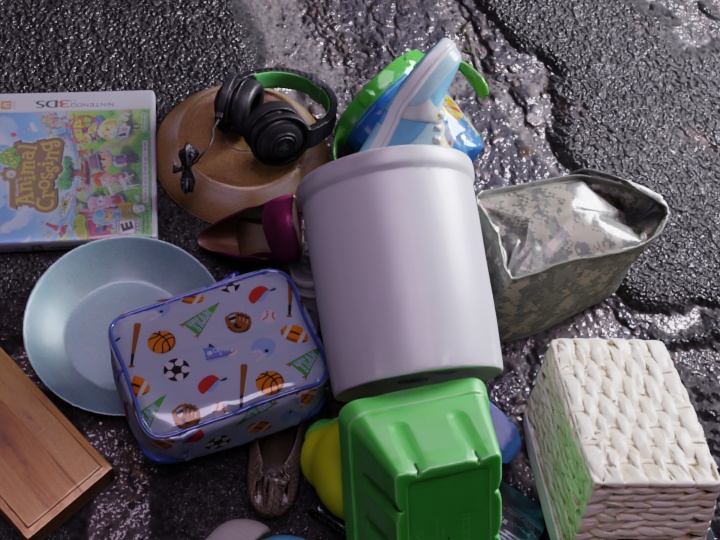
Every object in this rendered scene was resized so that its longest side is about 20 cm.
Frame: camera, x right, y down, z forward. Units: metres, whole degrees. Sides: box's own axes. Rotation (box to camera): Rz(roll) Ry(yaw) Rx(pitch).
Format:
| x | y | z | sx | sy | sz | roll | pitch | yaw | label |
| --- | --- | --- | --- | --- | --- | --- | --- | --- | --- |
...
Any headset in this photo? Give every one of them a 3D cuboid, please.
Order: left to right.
| x | y | z | sx | sy | sz | roll | pitch | yaw | label |
| --- | --- | --- | --- | --- | --- | --- | --- | --- | --- |
| -0.115 | -0.153 | 1.197 | 0.123 | 0.094 | 0.200 | 38 | 49 | 27 | headset |

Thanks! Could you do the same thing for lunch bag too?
| x | y | z | sx | sy | sz | roll | pitch | yaw | label |
| --- | --- | --- | --- | --- | --- | --- | --- | --- | --- |
| -0.132 | 0.084 | 1.043 | 0.199 | 0.076 | 0.161 | -16 | 58 | -18 | lunch bag |
| 0.205 | -0.017 | 1.143 | 0.199 | 0.164 | 0.118 | -12 | 64 | -15 | lunch bag |

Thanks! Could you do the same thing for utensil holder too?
| x | y | z | sx | sy | sz | roll | pitch | yaw | label |
| --- | --- | --- | --- | --- | --- | --- | --- | --- | --- |
| 0.037 | 0.009 | 1.015 | 0.169 | 0.170 | 0.201 | -5 | 76 | -12 | utensil holder |

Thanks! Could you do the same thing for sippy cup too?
| x | y | z | sx | sy | sz | roll | pitch | yaw | label |
| --- | --- | --- | --- | --- | --- | --- | --- | --- | --- |
| 0.062 | -0.153 | 1.229 | 0.130 | 0.178 | 0.140 | 46 | 22 | 6 | sippy cup |

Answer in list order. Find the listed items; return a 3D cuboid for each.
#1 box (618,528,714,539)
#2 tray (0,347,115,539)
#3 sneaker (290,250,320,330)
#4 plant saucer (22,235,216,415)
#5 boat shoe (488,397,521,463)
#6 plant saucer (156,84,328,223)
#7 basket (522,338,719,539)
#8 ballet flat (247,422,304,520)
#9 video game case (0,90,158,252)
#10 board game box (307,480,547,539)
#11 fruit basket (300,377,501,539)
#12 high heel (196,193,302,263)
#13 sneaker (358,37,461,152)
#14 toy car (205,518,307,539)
| x | y | z | sx | sy | sz | roll | pitch | yaw | label |
| --- | --- | --- | --- | --- | --- | --- | --- | --- | --- |
| 0.270 | 0.345 | 1.008 | 0.157 | 0.050 | 0.201 | -2 | 60 | -10 | box |
| -0.335 | 0.154 | 1.038 | 0.200 | 0.037 | 0.099 | 42 | 62 | 16 | tray |
| 0.000 | 0.000 | 1.164 | 0.075 | 0.082 | 0.200 | 29 | 39 | 36 | sneaker |
| -0.234 | 0.059 | 1.107 | 0.200 | 0.039 | 0.202 | 4 | 60 | -6 | plant saucer |
| 0.070 | 0.125 | 1.100 | 0.084 | 0.069 | 0.200 | -37 | 76 | -12 | boat shoe |
| -0.133 | -0.141 | 1.241 | 0.199 | 0.035 | 0.201 | 4 | 60 | -6 | plant saucer |
| 0.242 | 0.169 | 1.031 | 0.135 | 0.124 | 0.200 | 1 | 40 | -7 | basket |
| -0.083 | 0.142 | 1.076 | 0.067 | 0.046 | 0.201 | 6 | 59 | -6 | ballet flat |
| -0.314 | -0.112 | 1.200 | 0.181 | 0.022 | 0.201 | -3 | 61 | -7 | video game case |
| 0.067 | 0.234 | 1.055 | 0.200 | 0.028 | 0.135 | 33 | 62 | 11 | board game box |
| 0.036 | 0.189 | 0.976 | 0.155 | 0.216 | 0.216 | -9 | 62 | -14 | fruit basket |
| -0.111 | -0.034 | 1.097 | 0.096 | 0.200 | 0.068 | -6 | 85 | -10 | high heel |
| 0.078 | -0.128 | 1.135 | 0.130 | 0.200 | 0.080 | 33 | 22 | 0 | sneaker |
| -0.091 | 0.303 | 0.920 | 0.175 | 0.150 | 0.200 | 39 | 62 | 14 | toy car |
